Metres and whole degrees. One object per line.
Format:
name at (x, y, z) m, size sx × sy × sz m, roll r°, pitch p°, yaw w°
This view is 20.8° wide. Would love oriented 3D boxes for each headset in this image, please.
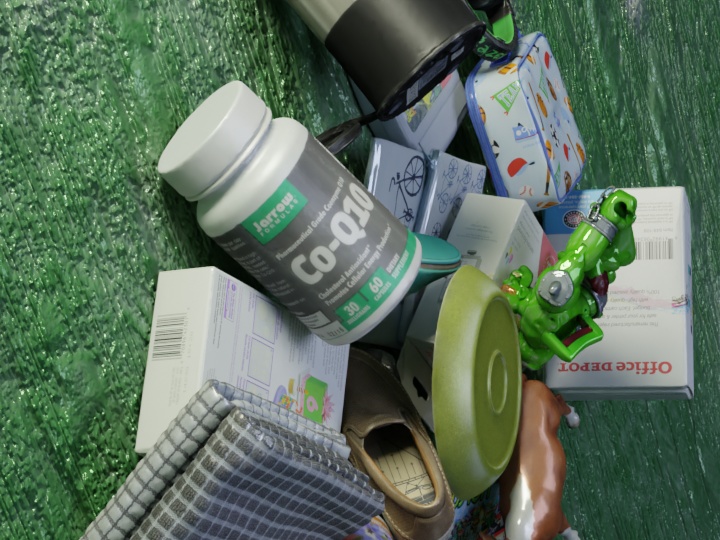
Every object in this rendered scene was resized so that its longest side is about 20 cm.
headset at (0.106, -0.298, 1.872) m, size 0.123 × 0.094 × 0.202 m, roll 18°, pitch 47°, yaw -56°

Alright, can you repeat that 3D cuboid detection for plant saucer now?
plant saucer at (0.105, 0.096, 1.683) m, size 0.200 × 0.031 × 0.202 m, roll 1°, pitch 90°, yaw -70°

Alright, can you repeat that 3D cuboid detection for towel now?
towel at (-0.088, 0.183, 1.437) m, size 0.166 × 0.085 × 0.200 m, roll -53°, pitch 143°, yaw 5°

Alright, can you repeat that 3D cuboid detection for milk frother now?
milk frother at (-0.035, -0.195, 1.618) m, size 0.199 × 0.181 × 0.188 m, roll -38°, pitch 82°, yaw -23°

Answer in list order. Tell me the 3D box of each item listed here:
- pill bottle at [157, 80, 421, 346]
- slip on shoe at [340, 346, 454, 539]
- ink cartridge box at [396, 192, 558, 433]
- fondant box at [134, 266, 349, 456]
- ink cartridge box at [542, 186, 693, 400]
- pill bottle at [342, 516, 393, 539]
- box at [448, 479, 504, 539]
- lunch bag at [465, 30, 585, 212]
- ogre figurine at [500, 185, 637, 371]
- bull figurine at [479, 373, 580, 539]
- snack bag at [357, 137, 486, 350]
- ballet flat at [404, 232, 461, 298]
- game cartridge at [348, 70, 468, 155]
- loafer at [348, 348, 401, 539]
pill bottle at (-0.055, -0.045, 1.524) m, size 0.200 × 0.113 × 0.114 m, roll 43°, pitch 47°, yaw -20°
slip on shoe at (0.017, 0.135, 1.614) m, size 0.061 × 0.075 × 0.201 m, roll 85°, pitch -17°, yaw -56°
ink cartridge box at (0.109, 0.045, 1.813) m, size 0.117 × 0.067 × 0.201 m, roll 52°, pitch 56°, yaw -49°
fondant box at (-0.088, 0.098, 1.543) m, size 0.200 × 0.058 × 0.146 m, roll 31°, pitch 59°, yaw -52°
ink cartridge box at (0.265, 0.028, 2.014) m, size 0.146 × 0.145 × 0.202 m, roll 35°, pitch 54°, yaw -75°
pill bottle at (-0.006, 0.285, 1.516) m, size 0.112 × 0.112 × 0.201 m, roll 53°, pitch 10°, yaw -40°
box at (0.085, 0.235, 1.794) m, size 0.199 × 0.034 × 0.111 m, roll -6°, pitch 109°, yaw -58°
lunch bag at (0.161, -0.151, 1.942) m, size 0.200 × 0.075 × 0.162 m, roll -59°, pitch 129°, yaw -67°
ogre figurine at (0.189, 0.018, 1.768) m, size 0.098 × 0.200 × 0.120 m, roll 47°, pitch 60°, yaw -2°
bull figurine at (0.158, 0.198, 1.790) m, size 0.121 × 0.064 × 0.202 m, roll 32°, pitch 60°, yaw -61°
snack bag at (0.050, -0.020, 1.787) m, size 0.199 × 0.021 × 0.191 m, roll 15°, pitch 85°, yaw -57°
ballet flat at (0.000, 0.000, 1.676) m, size 0.199 × 0.067 × 0.071 m, roll 6°, pitch 114°, yaw -42°
game cartridge at (0.036, -0.190, 1.814) m, size 0.133 × 0.041 × 0.201 m, roll -55°, pitch 130°, yaw -42°
loafer at (0.005, 0.170, 1.687) m, size 0.072 × 0.072 × 0.202 m, roll 61°, pitch 34°, yaw -71°
